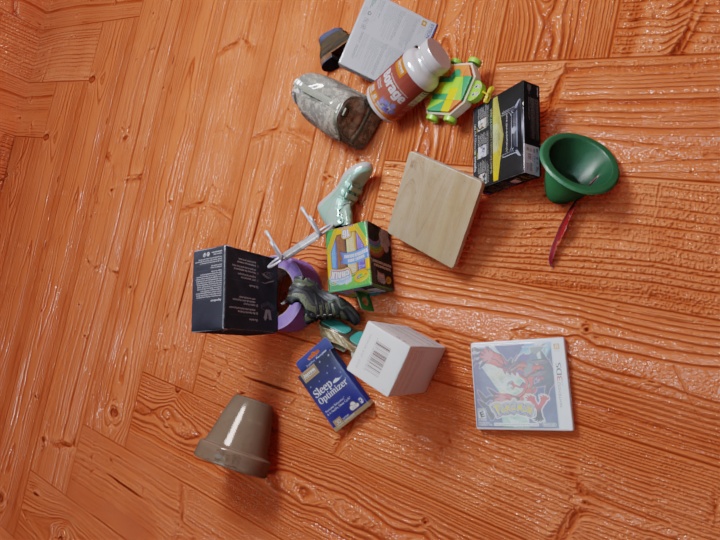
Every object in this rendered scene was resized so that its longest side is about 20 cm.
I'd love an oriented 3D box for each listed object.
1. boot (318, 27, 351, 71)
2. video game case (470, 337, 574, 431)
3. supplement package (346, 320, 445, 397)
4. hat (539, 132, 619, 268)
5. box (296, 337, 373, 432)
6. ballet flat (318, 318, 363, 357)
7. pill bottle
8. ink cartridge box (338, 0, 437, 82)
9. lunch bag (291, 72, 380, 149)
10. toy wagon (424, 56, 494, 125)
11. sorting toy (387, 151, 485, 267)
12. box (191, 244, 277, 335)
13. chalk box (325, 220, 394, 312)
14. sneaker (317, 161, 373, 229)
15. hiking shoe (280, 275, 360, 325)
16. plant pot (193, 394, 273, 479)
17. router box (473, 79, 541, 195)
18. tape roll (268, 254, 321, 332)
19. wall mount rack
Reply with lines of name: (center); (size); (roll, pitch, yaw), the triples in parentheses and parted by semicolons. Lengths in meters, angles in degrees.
boot: (-0.039, -0.644, 1.455); (0.198, 0.074, 0.098); (-23, 73, 28)
video game case: (0.333, 0.238, 1.105); (0.198, 0.023, 0.185); (-9, 77, 30)
supplement package: (0.083, 0.193, 1.159); (0.117, 0.199, 0.118); (27, 95, 31)
hat: (0.422, -0.162, 1.120); (0.165, 0.177, 0.200); (39, 58, 18)
box: (-0.073, 0.281, 1.308); (0.121, 0.032, 0.201); (-41, 78, 19)
ballet flat: (-0.023, 0.178, 1.317); (0.199, 0.070, 0.066); (24, 121, 34)
pill bottle: (0.117, -0.459, 1.279); (0.199, 0.111, 0.114); (-32, 65, 40)
ink cartridge box: (0.070, -0.584, 1.373); (0.198, 0.043, 0.198); (25, 94, -3)
lunch bag: (-0.068, -0.425, 1.379); (0.199, 0.167, 0.140); (38, 101, 31)
toy wagon: (0.230, -0.421, 1.238); (0.200, 0.039, 0.157); (30, 99, 56)
sorting toy: (0.179, -0.143, 1.209); (0.198, 0.069, 0.202); (32, 118, 33)
box: (-0.311, 0.057, 1.325); (0.116, 0.196, 0.203); (-8, 77, 29)
chalk box: (0.000, 0.000, 1.289); (0.123, 0.124, 0.203); (-10, 75, 29)
sneaker: (-0.021, -0.176, 1.360); (0.200, 0.073, 0.119); (-44, 55, 28)
hiking shoe: (-0.096, 0.097, 1.320); (0.198, 0.076, 0.101); (30, 83, -2)
plant pot: (-0.309, 0.424, 1.377); (0.198, 0.200, 0.177); (6, 68, 31)
router box: (0.315, -0.282, 1.151); (0.157, 0.052, 0.203); (-12, 73, 60)
tape roll: (-0.207, 0.063, 1.426); (0.198, 0.085, 0.203); (-6, 78, 29)
wall mount rack: (-0.170, -0.093, 1.347); (0.199, 0.174, 0.075); (-33, 106, -4)
